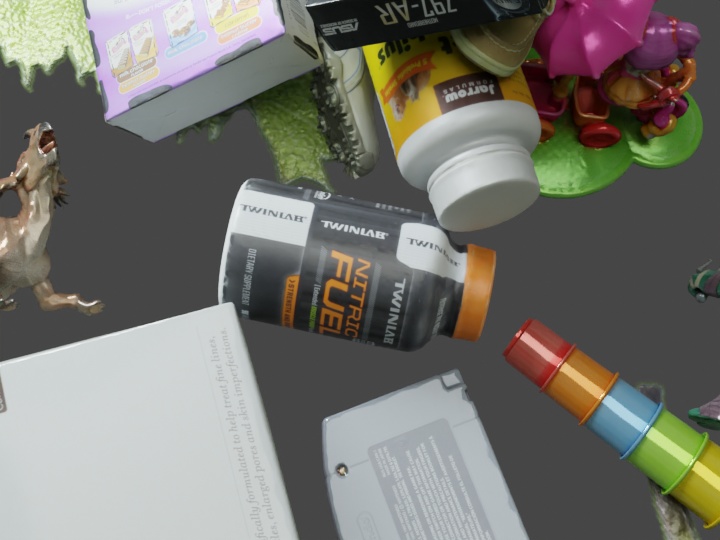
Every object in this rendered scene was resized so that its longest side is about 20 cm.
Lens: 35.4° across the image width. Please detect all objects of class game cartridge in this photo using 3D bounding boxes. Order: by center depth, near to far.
[{"bbox_3d":[0.050,0.188,0.834,0.132,0.041,0.202,-18,75,-11],"label":"game cartridge"}]

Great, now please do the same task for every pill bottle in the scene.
[{"bbox_3d":[0.067,-0.135,0.838,0.108,0.109,0.202,-14,69,-6],"label":"pill bottle"},{"bbox_3d":[0.000,0.000,0.851,0.198,0.106,0.107,11,73,1],"label":"pill bottle"}]

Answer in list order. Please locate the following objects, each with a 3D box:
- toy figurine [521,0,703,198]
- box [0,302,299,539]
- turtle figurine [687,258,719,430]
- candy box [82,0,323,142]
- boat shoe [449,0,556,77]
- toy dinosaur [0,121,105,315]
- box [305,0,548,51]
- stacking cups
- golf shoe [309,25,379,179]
[{"bbox_3d":[0.194,-0.154,0.865,0.198,0.184,0.152,6,73,-1],"label":"toy figurine"},{"bbox_3d":[-0.154,0.153,0.785,0.198,0.131,0.201,-15,75,-7],"label":"box"},{"bbox_3d":[0.325,0.036,0.861,0.149,0.101,0.202,21,77,4],"label":"turtle figurine"},{"bbox_3d":[-0.136,-0.230,0.899,0.167,0.071,0.202,-20,73,20],"label":"candy box"},{"bbox_3d":[0.114,-0.223,0.803,0.073,0.063,0.202,30,53,-11],"label":"boat shoe"},{"bbox_3d":[-0.285,-0.010,0.859,0.199,0.086,0.136,-29,65,6],"label":"toy dinosaur"},{"bbox_3d":[0.062,-0.248,0.782,0.159,0.044,0.201,-5,51,28],"label":"box"},{"bbox_3d":[0.199,0.107,0.851,0.200,0.061,0.061,39,75,9],"label":"stacking cups"},{"bbox_3d":[0.002,-0.176,0.923,0.096,0.078,0.202,-10,76,-14],"label":"golf shoe"}]
